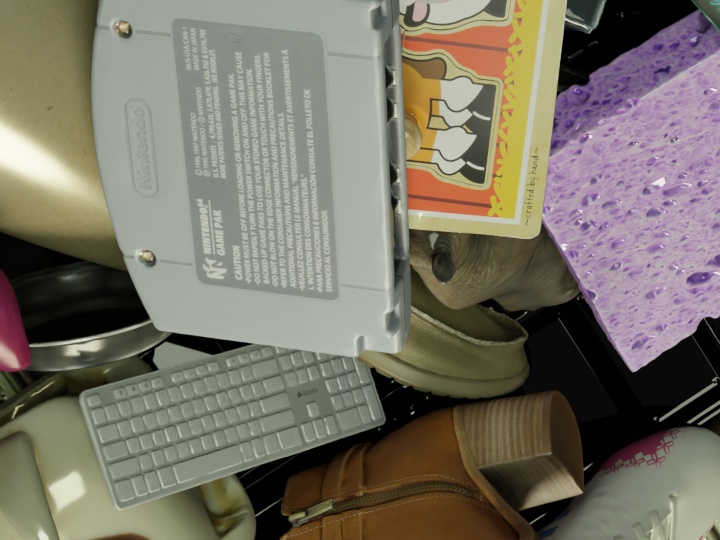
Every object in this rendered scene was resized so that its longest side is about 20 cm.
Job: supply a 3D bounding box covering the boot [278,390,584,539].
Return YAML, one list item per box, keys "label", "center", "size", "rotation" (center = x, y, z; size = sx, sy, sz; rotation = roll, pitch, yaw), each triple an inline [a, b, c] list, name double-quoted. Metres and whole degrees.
- label: "boot"
  center: [0.029, 0.153, 1.356]
  size: [0.155, 0.200, 0.074]
  rotation: [-18, 127, 22]

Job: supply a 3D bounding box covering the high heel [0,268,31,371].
- label: "high heel"
  center: [-0.233, 0.018, 1.308]
  size: [0.067, 0.200, 0.096]
  rotation: [-45, 112, -30]

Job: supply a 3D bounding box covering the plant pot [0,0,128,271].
- label: "plant pot"
  center: [-0.148, -0.092, 1.298]
  size: [0.200, 0.187, 0.187]
  rotation: [38, 97, -27]

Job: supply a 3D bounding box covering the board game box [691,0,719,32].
- label: "board game box"
  center: [0.176, -0.131, 1.306]
  size: [0.028, 0.200, 0.135]
  rotation: [-40, 106, 14]

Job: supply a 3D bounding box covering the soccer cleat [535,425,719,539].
- label: "soccer cleat"
  center: [0.117, 0.151, 1.415]
  size: [0.200, 0.086, 0.070]
  rotation: [-34, 106, -14]

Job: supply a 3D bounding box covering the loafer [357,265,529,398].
- label: "loafer"
  center: [0.000, 0.000, 1.382]
  size: [0.200, 0.076, 0.067]
  rotation: [24, 106, -13]

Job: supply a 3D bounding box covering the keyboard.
- label: "keyboard"
  center: [-0.057, 0.066, 1.348]
  size: [0.011, 0.200, 0.056]
  rotation: [-28, 81, 39]

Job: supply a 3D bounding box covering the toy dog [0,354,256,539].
- label: "toy dog"
  center: [-0.102, 0.141, 1.350]
  size: [0.139, 0.194, 0.200]
  rotation: [-35, 98, -7]

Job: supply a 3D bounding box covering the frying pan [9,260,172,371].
- label: "frying pan"
  center: [-0.168, 0.024, 1.329]
  size: [0.190, 0.115, 0.031]
  rotation: [-8, 108, 5]

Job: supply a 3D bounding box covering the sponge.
- label: "sponge"
  center: [0.142, -0.034, 1.328]
  size: [0.111, 0.030, 0.200]
  rotation: [-32, 146, 2]

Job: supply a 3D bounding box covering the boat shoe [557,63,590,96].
- label: "boat shoe"
  center: [0.021, -0.102, 1.327]
  size: [0.200, 0.067, 0.057]
  rotation: [9, 105, 23]

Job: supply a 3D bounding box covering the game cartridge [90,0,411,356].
- label: "game cartridge"
  center: [-0.047, -0.056, 1.208]
  size: [0.133, 0.040, 0.200]
  rotation: [6, 127, 11]

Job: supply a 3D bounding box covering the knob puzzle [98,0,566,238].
- label: "knob puzzle"
  center: [-0.014, -0.101, 1.207]
  size: [0.219, 0.030, 0.220]
  rotation: [3, 117, 5]

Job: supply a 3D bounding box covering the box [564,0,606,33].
- label: "box"
  center: [0.015, -0.188, 1.288]
  size: [0.200, 0.148, 0.107]
  rotation: [19, 90, -13]

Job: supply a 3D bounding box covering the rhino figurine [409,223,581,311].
- label: "rhino figurine"
  center: [0.061, -0.024, 1.343]
  size: [0.060, 0.200, 0.088]
  rotation: [19, 97, 29]
